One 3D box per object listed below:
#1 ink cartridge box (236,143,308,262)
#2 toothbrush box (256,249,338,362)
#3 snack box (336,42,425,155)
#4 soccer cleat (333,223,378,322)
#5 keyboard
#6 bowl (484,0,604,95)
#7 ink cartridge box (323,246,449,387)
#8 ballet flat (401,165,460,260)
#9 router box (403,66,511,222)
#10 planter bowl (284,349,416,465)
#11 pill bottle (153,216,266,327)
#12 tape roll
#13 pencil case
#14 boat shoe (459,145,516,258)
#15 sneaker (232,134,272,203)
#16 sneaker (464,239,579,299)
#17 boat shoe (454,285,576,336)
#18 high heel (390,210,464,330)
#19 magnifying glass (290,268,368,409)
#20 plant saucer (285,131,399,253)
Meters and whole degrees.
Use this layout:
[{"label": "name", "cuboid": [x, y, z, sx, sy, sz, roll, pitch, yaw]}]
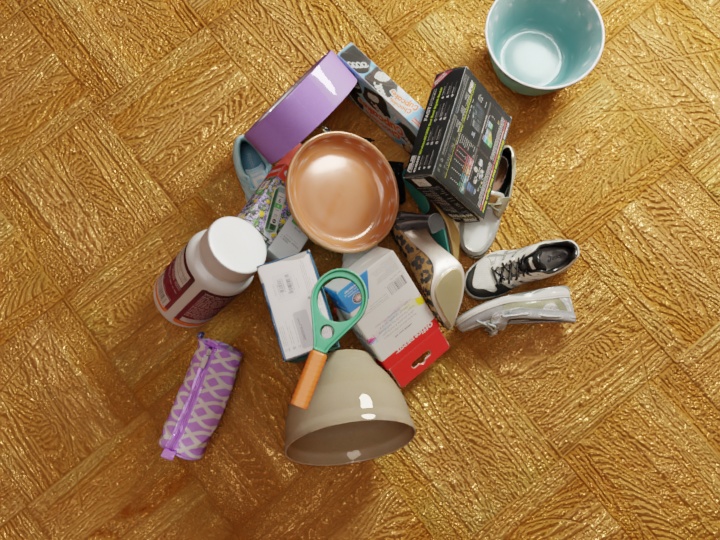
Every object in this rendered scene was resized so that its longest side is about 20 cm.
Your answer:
[{"label": "ink cartridge box", "cuboid": [-0.115, -0.116, 1.036, 0.109, 0.050, 0.200, 42, 69, -26]}, {"label": "toothbrush box", "cuboid": [-0.091, 0.064, 0.974, 0.085, 0.200, 0.147, -17, 82, -2]}, {"label": "snack box", "cuboid": [0.042, -0.287, 1.068, 0.200, 0.116, 0.037, 44, 82, 7]}, {"label": "soccer cleat", "cuboid": [0.000, 0.000, 1.051, 0.077, 0.069, 0.200, 9, 79, 0]}, {"label": "keyboard", "cuboid": [-0.013, -0.177, 1.059, 0.200, 0.021, 0.127, 0, 83, -28]}, {"label": "bowl", "cuboid": [0.309, -0.390, 1.084, 0.200, 0.105, 0.201, 0, 82, 1]}, {"label": "ink cartridge box", "cuboid": [0.046, 0.076, 1.006, 0.116, 0.067, 0.200, -37, 110, -14]}, {"label": "ballet flat", "cuboid": [0.137, -0.099, 1.065, 0.063, 0.069, 0.200, -19, 83, -24]}, {"label": "router box", "cuboid": [0.161, -0.199, 0.997, 0.062, 0.150, 0.200, 3, 68, 46]}, {"label": "planter bowl", "cuboid": [-0.025, 0.208, 0.968, 0.200, 0.200, 0.135, -11, 57, 0]}, {"label": "pill bottle", "cuboid": [-0.238, 0.004, 0.979, 0.114, 0.200, 0.114, 21, 52, -30]}, {"label": "tape roll", "cuboid": [-0.099, -0.268, 1.022, 0.200, 0.200, 0.066, -46, 108, -5]}, {"label": "pencil case", "cuboid": [-0.260, 0.207, 1.014, 0.084, 0.086, 0.200, 18, 83, 3]}, {"label": "boat shoe", "cuboid": [0.216, -0.121, 1.062, 0.075, 0.068, 0.200, 15, 82, 4]}, {"label": "sneaker", "cuboid": [-0.174, -0.142, 1.068, 0.074, 0.082, 0.200, -28, 82, -2]}, {"label": "sneaker", "cuboid": [0.267, -0.011, 1.035, 0.200, 0.088, 0.076, -21, 83, -1]}, {"label": "boat shoe", "cuboid": [0.257, 0.076, 1.030, 0.202, 0.074, 0.065, -11, 77, -7]}, {"label": "high heel", "cuboid": [0.106, -0.004, 1.046, 0.071, 0.143, 0.200, -17, 103, -24]}, {"label": "magnifying glass", "cuboid": [-0.049, 0.093, 0.858, 0.079, 0.022, 0.200, 20, 83, 3]}, {"label": "plant saucer", "cuboid": [-0.031, -0.125, 1.010, 0.200, 0.037, 0.201, 4, 82, -26]}]
